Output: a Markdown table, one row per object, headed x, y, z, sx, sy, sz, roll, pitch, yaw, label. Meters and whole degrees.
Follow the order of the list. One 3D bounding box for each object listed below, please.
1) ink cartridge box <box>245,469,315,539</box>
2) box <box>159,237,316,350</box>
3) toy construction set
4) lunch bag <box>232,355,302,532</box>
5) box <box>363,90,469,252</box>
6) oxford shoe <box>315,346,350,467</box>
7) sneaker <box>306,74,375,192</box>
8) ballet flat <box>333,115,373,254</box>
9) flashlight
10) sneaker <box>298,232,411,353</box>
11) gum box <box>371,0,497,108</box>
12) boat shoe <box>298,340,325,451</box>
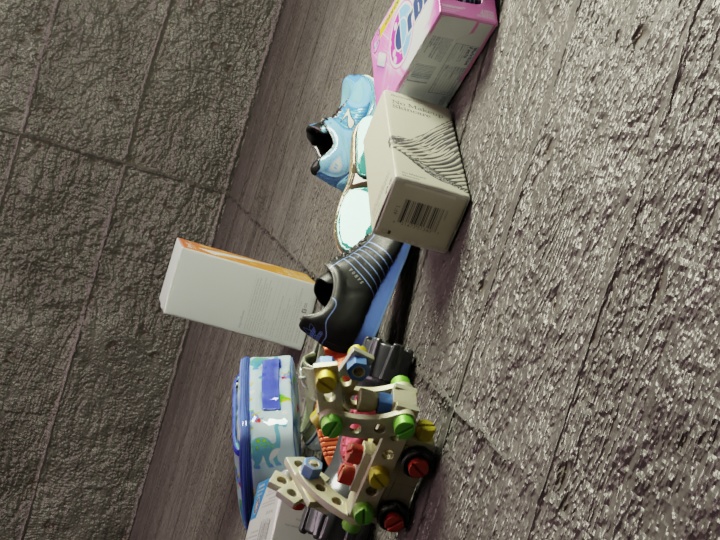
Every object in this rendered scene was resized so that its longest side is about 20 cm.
| x | y | z | sx | sy | sz | roll | pitch | yaw | label |
| --- | --- | --- | --- | --- | --- | --- | --- | --- | --- |
| -0.078 | 0.320 | 1.458 | 0.145 | 0.084 | 0.201 | 138 | 146 | -69 | ink cartridge box |
| -0.172 | 0.032 | 1.974 | 0.124 | 0.199 | 0.098 | -147 | 73 | -77 | box |
| -0.008 | 0.160 | 1.233 | 0.092 | 0.131 | 0.200 | -86 | 17 | -47 | toy construction set |
| -0.108 | 0.199 | 1.661 | 0.200 | 0.082 | 0.161 | -99 | 8 | -63 | lunch bag |
| 0.053 | -0.102 | 1.414 | 0.200 | 0.082 | 0.069 | -97 | 25 | -58 | box |
| -0.005 | 0.131 | 1.465 | 0.073 | 0.071 | 0.201 | 74 | -165 | -53 | oxford shoe |
| -0.023 | -0.190 | 1.845 | 0.078 | 0.090 | 0.201 | 119 | 163 | -46 | sneaker |
| 0.013 | -0.088 | 1.658 | 0.065 | 0.070 | 0.201 | 73 | -155 | -58 | ballet flat |
| 0.001 | 0.166 | 1.359 | 0.068 | 0.067 | 0.201 | 29 | -102 | -63 | flashlight |
| 0.000 | 0.000 | 1.468 | 0.070 | 0.078 | 0.200 | 118 | 176 | -50 | sneaker |
| 0.076 | -0.254 | 1.490 | 0.200 | 0.066 | 0.114 | 124 | 148 | -54 | gum box |
| -0.038 | 0.111 | 1.593 | 0.072 | 0.062 | 0.201 | -102 | 29 | -66 | boat shoe |
